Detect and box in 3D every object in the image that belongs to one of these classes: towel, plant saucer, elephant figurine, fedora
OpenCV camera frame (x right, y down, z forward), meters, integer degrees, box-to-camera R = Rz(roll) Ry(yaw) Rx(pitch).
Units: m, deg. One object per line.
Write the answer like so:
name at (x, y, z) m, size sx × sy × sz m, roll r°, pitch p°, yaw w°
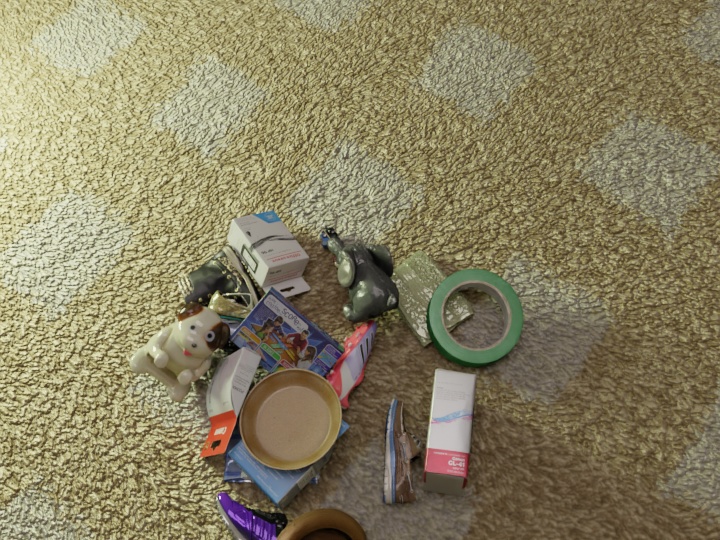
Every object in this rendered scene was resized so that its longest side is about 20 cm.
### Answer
towel at (0.139, 0.056, 1.683) m, size 0.148 × 0.037 × 0.200 m, roll -32°, pitch 63°, yaw -13°
towel at (-0.175, 0.355, 1.555) m, size 0.197 × 0.024 × 0.148 m, roll -1°, pitch 60°, yaw 5°
plant saucer at (-0.132, 0.288, 1.482) m, size 0.197 × 0.036 × 0.202 m, roll -3°, pitch 59°, yaw 4°
elephant figurine at (0.000, 0.000, 1.623) m, size 0.154 × 0.141 × 0.202 m, roll -22°, pitch 82°, yaw 21°
fedora at (-0.082, 0.527, 1.399) m, size 0.198 × 0.082 × 0.203 m, roll 5°, pitch 79°, yaw -25°

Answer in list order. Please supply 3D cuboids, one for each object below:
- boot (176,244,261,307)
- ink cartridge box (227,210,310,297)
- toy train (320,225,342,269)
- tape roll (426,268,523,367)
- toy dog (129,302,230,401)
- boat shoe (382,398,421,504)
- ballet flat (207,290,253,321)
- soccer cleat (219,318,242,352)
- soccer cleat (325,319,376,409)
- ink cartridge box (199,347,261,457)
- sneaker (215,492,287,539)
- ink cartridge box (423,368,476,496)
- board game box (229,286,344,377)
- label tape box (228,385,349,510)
boot at (-0.306, 0.056, 1.706) m, size 0.150 × 0.073 × 0.201 m, roll -30°, pitch 71°, yaw -5°
ink cartridge box at (-0.196, -0.036, 1.722) m, size 0.115 × 0.068 × 0.200 m, roll -17°, pitch 56°, yaw -38°
toy train at (-0.038, -0.021, 1.746) m, size 0.046 × 0.034 × 0.201 m, roll -34°, pitch 64°, yaw 1°
tape roll at (0.238, 0.099, 1.616) m, size 0.198 × 0.048 × 0.203 m, roll 1°, pitch 72°, yaw -4°
toy dog at (-0.346, 0.151, 1.578) m, size 0.140 × 0.200 × 0.194 m, roll 45°, pitch 47°, yaw -6°
boat shoe at (0.083, 0.353, 1.511) m, size 0.071 × 0.072 × 0.203 m, roll 3°, pitch 71°, yaw 2°
ballet flat at (-0.224, 0.085, 1.625) m, size 0.198 × 0.071 × 0.071 m, roll 13°, pitch 63°, yaw 6°
soccer cleat at (-0.249, 0.141, 1.666) m, size 0.198 × 0.069 × 0.073 m, roll 18°, pitch 38°, yaw 21°
soccer cleat at (-0.013, 0.194, 1.615) m, size 0.076 × 0.067 × 0.201 m, roll 42°, pitch 59°, yaw -13°
ink cartridge box at (-0.276, 0.263, 1.540) m, size 0.057 × 0.162 × 0.202 m, roll 32°, pitch 62°, yaw -17°
sneaker at (-0.190, 0.487, 1.464) m, size 0.099 × 0.070 × 0.200 m, roll -37°, pitch 68°, yaw -22°
ink cartridge box at (0.171, 0.311, 1.475) m, size 0.084 × 0.148 × 0.202 m, roll 7°, pitch 63°, yaw 9°
board game box at (-0.149, 0.149, 1.574) m, size 0.200 × 0.034 × 0.136 m, roll 41°, pitch 97°, yaw -6°
label tape box at (-0.136, 0.341, 1.510) m, size 0.143 × 0.066 × 0.200 m, roll 38°, pitch 68°, yaw 23°
